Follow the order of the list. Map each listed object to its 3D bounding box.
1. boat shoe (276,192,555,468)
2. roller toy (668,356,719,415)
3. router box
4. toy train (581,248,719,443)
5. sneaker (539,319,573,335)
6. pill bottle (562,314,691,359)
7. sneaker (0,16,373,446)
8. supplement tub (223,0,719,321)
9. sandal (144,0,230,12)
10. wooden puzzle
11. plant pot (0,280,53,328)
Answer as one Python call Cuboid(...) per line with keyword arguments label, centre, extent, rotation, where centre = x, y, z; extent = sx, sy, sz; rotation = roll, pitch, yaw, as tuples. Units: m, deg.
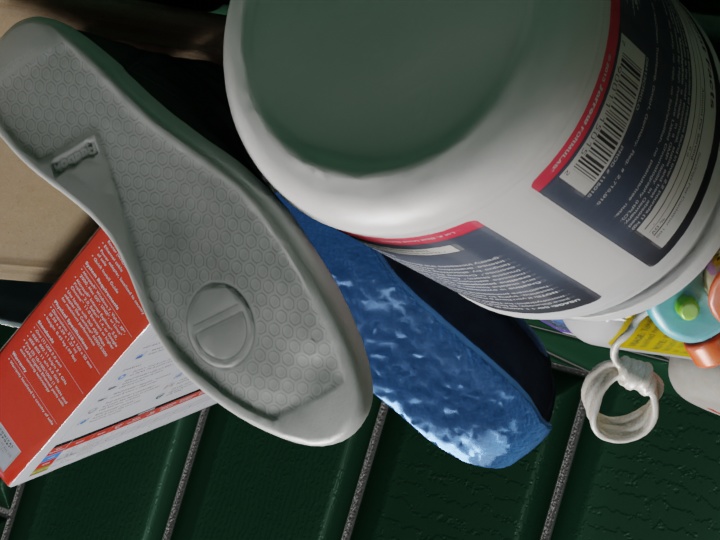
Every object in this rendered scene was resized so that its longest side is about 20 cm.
Cuboid(label="boat shoe", centre=(0.000, 0.000, 0.819), extent=(0.200, 0.084, 0.069), rotation=(50, -150, -10))
Cuboid(label="roller toy", centre=(0.267, 0.038, 1.088), extent=(0.198, 0.141, 0.182), rotation=(19, 174, -16))
Cuboid(label="router box", centre=(-0.070, 0.011, 0.945), extent=(0.199, 0.180, 0.049), rotation=(-19, -111, -51))
Cuboid(label="toy train", centre=(0.198, 0.033, 0.814), extent=(0.198, 0.152, 0.056), rotation=(4, -162, -8))
Cuboid(label="sneaker", centre=(0.062, -0.028, 1.113), extent=(0.146, 0.081, 0.200), rotation=(7, -152, -43))
Cuboid(label="pill bottle", centre=(0.153, -0.016, 0.881), extent=(0.198, 0.116, 0.114), rotation=(8, 177, -10))
Cuboid(label="sneaker", centre=(-0.044, -0.019, 0.717), extent=(0.200, 0.071, 0.099), rotation=(47, -155, 24))
Cuboid(label="supplement tub", centre=(0.053, -0.061, 0.716), extent=(0.139, 0.142, 0.200), rotation=(14, 174, 30))
Cuboid(label="sandal", centre=(-0.063, -0.136, 0.799), extent=(0.081, 0.055, 0.200), rotation=(3, -177, -25))
Cuboid(label="wooden puzzle", centre=(-0.146, -0.058, 0.807), extent=(0.199, 0.037, 0.185), rotation=(0, 147, -39))
Cuboid(label="plant pot", centre=(-0.157, -0.088, 1.023), extent=(0.198, 0.202, 0.134), rotation=(17, -158, -3))
